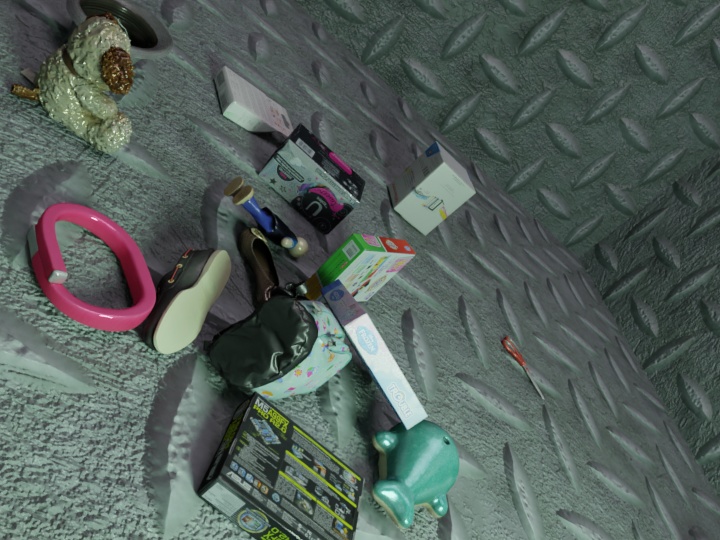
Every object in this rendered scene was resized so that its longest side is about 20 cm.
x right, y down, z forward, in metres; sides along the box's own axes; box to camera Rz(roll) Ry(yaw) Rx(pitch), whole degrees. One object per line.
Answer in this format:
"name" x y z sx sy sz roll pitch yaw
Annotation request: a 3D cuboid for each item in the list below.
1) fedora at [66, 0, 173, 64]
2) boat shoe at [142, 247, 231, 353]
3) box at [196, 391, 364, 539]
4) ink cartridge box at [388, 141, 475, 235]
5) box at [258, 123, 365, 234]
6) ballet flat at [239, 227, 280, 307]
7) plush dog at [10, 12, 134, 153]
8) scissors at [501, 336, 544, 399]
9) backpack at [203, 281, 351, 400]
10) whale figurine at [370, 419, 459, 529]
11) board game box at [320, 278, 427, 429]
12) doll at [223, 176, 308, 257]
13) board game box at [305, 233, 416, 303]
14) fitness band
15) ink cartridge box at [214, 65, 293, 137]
"fedora" -0.459 -0.430 1.216 0.177 0.090 0.200 46 30 1
"boat shoe" -0.243 0.039 0.892 0.201 0.063 0.074 -70 159 -52
"box" -0.089 0.268 0.813 0.200 0.044 0.160 42 23 -13
"ink cartridge box" 0.204 -0.237 1.912 0.145 0.200 0.147 38 25 -26
"box" -0.104 -0.199 1.433 0.200 0.115 0.132 40 26 -14
"ballet flat" -0.163 -0.008 1.114 0.067 0.046 0.200 28 29 -38
"plush dog" -0.415 -0.306 0.992 0.160 0.172 0.200 13 42 -52
"scissors" 0.449 0.261 1.780 0.200 0.014 0.073 56 23 22
"backpack" -0.100 0.108 0.931 0.127 0.167 0.200 63 13 15
"whale figurine" 0.085 0.298 0.984 0.159 0.104 0.200 50 22 6
"board game box" 0.016 0.128 1.052 0.200 0.043 0.199 60 -6 -18
"doll" -0.162 -0.082 1.196 0.136 0.048 0.200 42 -4 45
"board game box" 0.000 0.000 1.250 0.040 0.153 0.200 54 24 20
"fitness band" -0.333 -0.008 0.822 0.144 0.037 0.200 18 32 -48
"ink cartridge box" -0.249 -0.380 1.562 0.200 0.050 0.161 30 28 -42
